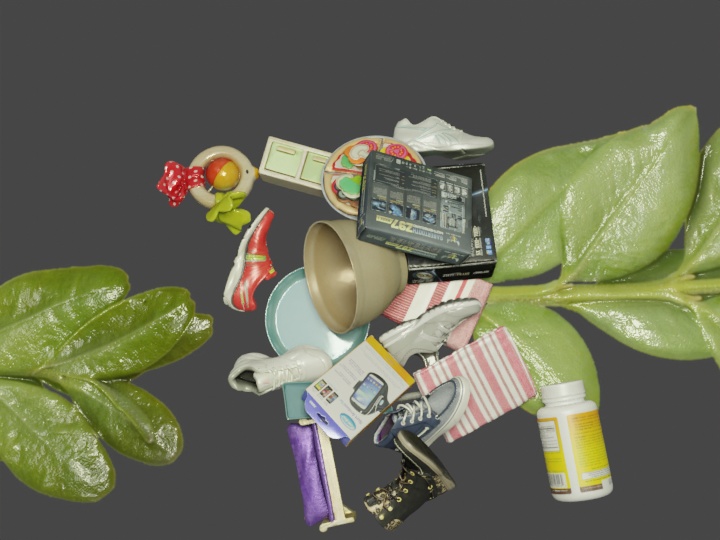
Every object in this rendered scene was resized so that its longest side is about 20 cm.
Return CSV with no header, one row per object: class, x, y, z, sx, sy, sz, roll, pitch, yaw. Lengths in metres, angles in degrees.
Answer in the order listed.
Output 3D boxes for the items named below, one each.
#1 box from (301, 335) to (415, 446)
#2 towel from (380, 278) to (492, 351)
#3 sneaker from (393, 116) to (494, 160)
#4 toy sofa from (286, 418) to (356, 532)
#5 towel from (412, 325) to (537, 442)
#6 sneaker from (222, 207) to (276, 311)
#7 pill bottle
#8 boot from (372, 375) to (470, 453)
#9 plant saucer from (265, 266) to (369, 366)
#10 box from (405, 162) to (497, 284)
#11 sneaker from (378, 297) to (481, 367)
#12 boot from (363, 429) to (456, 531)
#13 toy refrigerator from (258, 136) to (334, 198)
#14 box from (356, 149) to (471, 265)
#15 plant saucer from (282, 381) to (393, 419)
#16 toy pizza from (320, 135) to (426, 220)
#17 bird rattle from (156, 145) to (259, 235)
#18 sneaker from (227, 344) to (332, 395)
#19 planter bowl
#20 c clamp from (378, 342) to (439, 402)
box,-0.010,0.217,1.436,0.119,0.042,0.199,45,57,13
towel,0.134,0.051,1.537,0.198,0.023,0.145,25,85,7
sneaker,0.159,-0.258,1.559,0.198,0.070,0.081,2,78,2
toy sofa,-0.074,0.363,1.463,0.096,0.083,0.202,-12,81,-1
towel,0.212,0.209,1.495,0.199,0.030,0.147,-27,91,-5
sneaker,-0.196,-0.018,1.539,0.084,0.077,0.202,19,89,-7
pill bottle,0.378,0.302,1.446,0.108,0.109,0.202,-9,81,0
boot,0.106,0.255,1.425,0.090,0.073,0.201,17,123,-29
plant saucer,-0.081,0.091,1.533,0.198,0.027,0.203,0,81,1
box,0.159,-0.088,1.508,0.162,0.086,0.202,-4,71,1
sneaker,0.137,0.112,1.491,0.199,0.075,0.083,-27,90,11
boot,0.072,0.372,1.418,0.150,0.200,0.073,-38,48,1
toy refrigerator,-0.089,-0.189,1.555,0.198,0.070,0.077,16,82,4
box,0.096,-0.108,1.401,0.198,0.051,0.159,12,61,-16
plant saucer,-0.042,0.232,1.449,0.198,0.019,0.071,1,57,-20
toy pizza,0.025,-0.175,1.478,0.198,0.032,0.202,-2,58,3
bird rattle,-0.285,-0.166,1.563,0.199,0.113,0.164,32,72,19
sneaker,-0.148,0.191,1.463,0.198,0.099,0.079,-12,102,16
planter bowl,0.000,0.000,1.450,0.134,0.200,0.202,-13,80,-29
c clamp,0.078,0.212,1.510,0.197,0.027,0.173,-4,81,0
